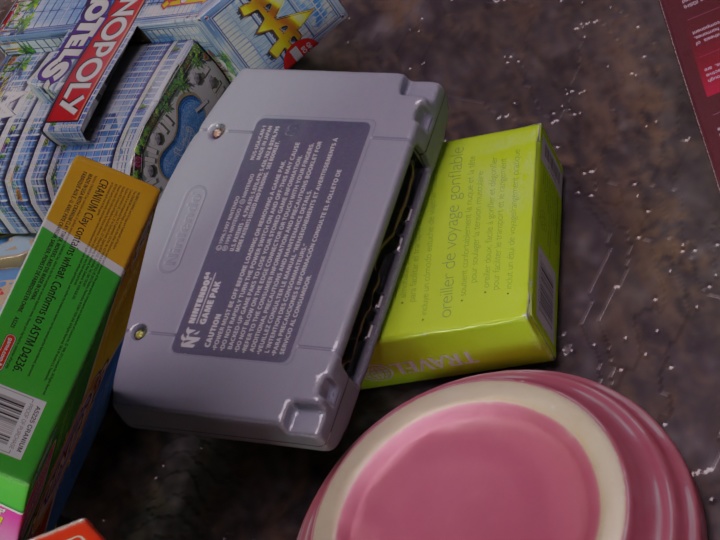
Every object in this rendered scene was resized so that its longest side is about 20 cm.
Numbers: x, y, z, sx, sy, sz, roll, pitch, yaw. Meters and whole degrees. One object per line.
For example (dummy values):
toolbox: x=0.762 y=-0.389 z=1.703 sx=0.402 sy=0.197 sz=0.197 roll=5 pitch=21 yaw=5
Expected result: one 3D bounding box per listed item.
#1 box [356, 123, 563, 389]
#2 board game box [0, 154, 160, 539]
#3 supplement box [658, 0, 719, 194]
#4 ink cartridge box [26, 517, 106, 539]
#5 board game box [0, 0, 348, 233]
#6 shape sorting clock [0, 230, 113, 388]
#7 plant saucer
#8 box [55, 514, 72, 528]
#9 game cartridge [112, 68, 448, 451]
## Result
box: x=0.000 y=0.000 z=1.209 sx=0.199 sy=0.048 sz=0.123 roll=-9 pitch=52 yaw=20
board game box: x=-0.144 y=0.068 z=1.049 sx=0.040 sy=0.200 sz=0.154 roll=21 pitch=57 yaw=0
supplement box: x=0.215 y=-0.088 z=1.165 sx=0.108 sy=0.061 sz=0.201 roll=-20 pitch=50 yaw=12
ink cartridge box: x=-0.151 y=0.199 z=1.034 sx=0.172 sy=0.200 sz=0.044 roll=-20 pitch=49 yaw=10
board game box: x=-0.116 y=-0.115 z=1.301 sx=0.199 sy=0.062 sz=0.201 roll=-1 pitch=50 yaw=40
shape sorting clock: x=-0.199 y=0.036 z=1.246 sx=0.199 sy=0.039 sz=0.201 roll=-15 pitch=34 yaw=10
plant saucer: x=0.055 y=0.126 z=1.091 sx=0.199 sy=0.051 sz=0.202 roll=-12 pitch=53 yaw=16
box: x=-0.229 y=0.103 z=1.134 sx=0.075 sy=0.200 sz=0.050 roll=-19 pitch=48 yaw=31
game cartridge: x=-0.044 y=-0.009 z=1.182 sx=0.132 sy=0.041 sz=0.201 roll=7 pitch=62 yaw=25
